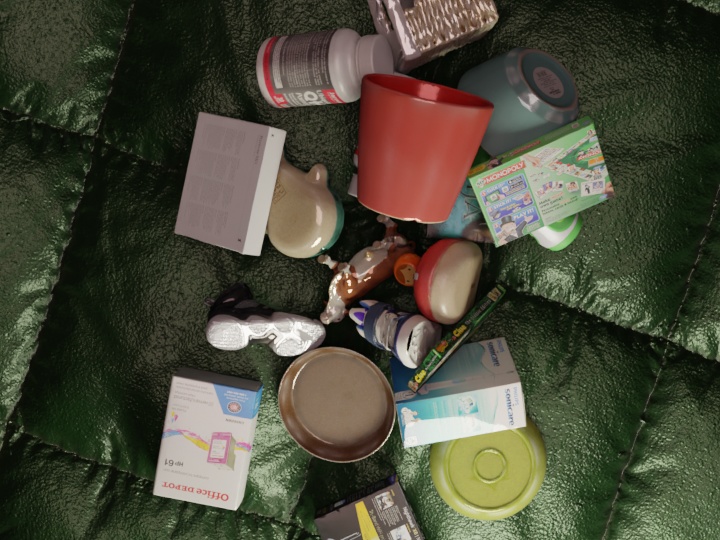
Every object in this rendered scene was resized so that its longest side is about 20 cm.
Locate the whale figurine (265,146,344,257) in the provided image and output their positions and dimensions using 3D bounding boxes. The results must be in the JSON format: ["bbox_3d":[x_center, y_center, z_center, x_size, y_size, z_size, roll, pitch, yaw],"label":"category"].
[{"bbox_3d":[-0.102,-0.116,1.647,0.159,0.103,0.201,-42,69,24],"label":"whale figurine"}]

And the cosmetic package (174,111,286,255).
[{"bbox_3d":[-0.209,-0.139,1.627,0.149,0.051,0.203,16,96,33],"label":"cosmetic package"}]

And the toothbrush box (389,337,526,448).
[{"bbox_3d":[0.152,0.191,1.624,0.197,0.147,0.087,-12,114,1],"label":"toothbrush box"}]

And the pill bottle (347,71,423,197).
[{"bbox_3d":[0.055,-0.201,1.619,0.112,0.114,0.203,20,94,-1],"label":"pill bottle"}]

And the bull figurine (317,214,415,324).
[{"bbox_3d":[0.000,0.000,1.646,0.199,0.122,0.065,-38,56,-4],"label":"bull figurine"}]

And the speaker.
[{"bbox_3d":[0.259,-0.119,1.614,0.199,0.088,0.089,38,94,-20],"label":"speaker"}]

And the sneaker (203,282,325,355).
[{"bbox_3d":[-0.157,0.073,1.651,0.197,0.114,0.076,4,123,-21],"label":"sneaker"}]

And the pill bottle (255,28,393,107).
[{"bbox_3d":[-0.053,-0.314,1.580,0.197,0.110,0.113,0,95,27],"label":"pill bottle"}]

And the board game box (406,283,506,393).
[{"bbox_3d":[0.151,0.105,1.591,0.023,0.200,0.105,39,136,13],"label":"board game box"}]

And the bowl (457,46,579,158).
[{"bbox_3d":[0.256,-0.261,1.560,0.200,0.201,0.105,42,137,-3],"label":"bowl"}]

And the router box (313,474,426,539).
[{"bbox_3d":[0.032,0.466,1.700,0.155,0.052,0.203,-23,93,2],"label":"router box"}]

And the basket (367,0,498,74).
[{"bbox_3d":[0.096,-0.426,1.560,0.159,0.200,0.201,-22,94,0],"label":"basket"}]

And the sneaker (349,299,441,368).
[{"bbox_3d":[0.039,0.094,1.596,0.144,0.200,0.082,15,92,17],"label":"sneaker"}]

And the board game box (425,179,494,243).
[{"bbox_3d":[0.181,-0.149,1.664,0.133,0.028,0.204,5,95,1],"label":"board game box"}]

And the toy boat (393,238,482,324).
[{"bbox_3d":[0.114,0.008,1.600,0.129,0.200,0.133,12,94,13],"label":"toy boat"}]

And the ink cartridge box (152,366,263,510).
[{"bbox_3d":[-0.249,0.276,1.675,0.142,0.085,0.203,10,96,0],"label":"ink cartridge box"}]

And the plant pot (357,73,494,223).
[{"bbox_3d":[0.079,-0.175,1.482,0.197,0.201,0.180,13,108,0],"label":"plant pot"}]

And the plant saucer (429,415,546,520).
[{"bbox_3d":[0.214,0.321,1.698,0.196,0.031,0.204,0,95,1],"label":"plant saucer"}]

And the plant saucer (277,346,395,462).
[{"bbox_3d":[-0.037,0.216,1.673,0.197,0.032,0.204,4,107,12],"label":"plant saucer"}]

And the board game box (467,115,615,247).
[{"bbox_3d":[0.272,-0.131,1.535,0.197,0.029,0.136,-23,122,7],"label":"board game box"}]
